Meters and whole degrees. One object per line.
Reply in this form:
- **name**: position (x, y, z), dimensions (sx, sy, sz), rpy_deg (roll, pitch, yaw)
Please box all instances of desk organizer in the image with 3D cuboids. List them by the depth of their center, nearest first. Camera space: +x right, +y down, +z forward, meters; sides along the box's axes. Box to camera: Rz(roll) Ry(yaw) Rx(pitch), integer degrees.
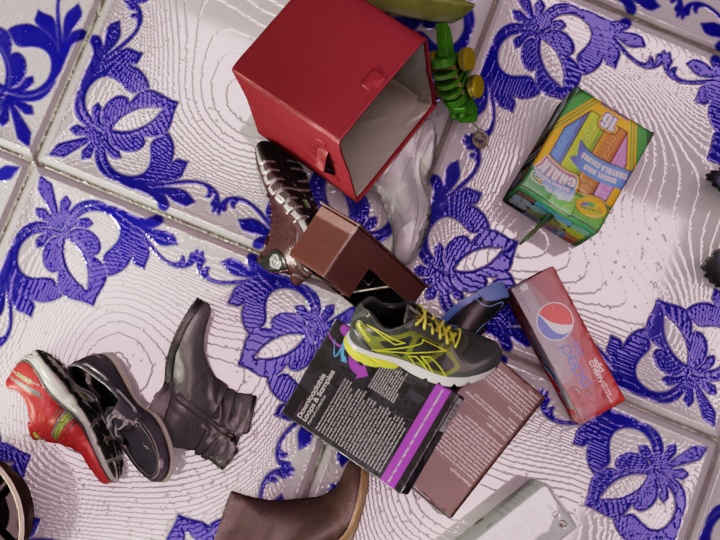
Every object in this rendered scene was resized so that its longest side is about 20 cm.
- **desk organizer**: position (0.000, 0.000, 1.543), dimensions (0.072, 0.200, 0.077), rpy_deg (31, 85, 37)

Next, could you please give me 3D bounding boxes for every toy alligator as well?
- **toy alligator**: position (0.127, -0.226, 1.595), dimensions (0.059, 0.201, 0.054), rpy_deg (2, 43, 31)

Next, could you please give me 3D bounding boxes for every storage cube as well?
- **storage cube**: position (-0.030, -0.230, 1.551), dimensions (0.179, 0.171, 0.200), rpy_deg (36, 77, 20)

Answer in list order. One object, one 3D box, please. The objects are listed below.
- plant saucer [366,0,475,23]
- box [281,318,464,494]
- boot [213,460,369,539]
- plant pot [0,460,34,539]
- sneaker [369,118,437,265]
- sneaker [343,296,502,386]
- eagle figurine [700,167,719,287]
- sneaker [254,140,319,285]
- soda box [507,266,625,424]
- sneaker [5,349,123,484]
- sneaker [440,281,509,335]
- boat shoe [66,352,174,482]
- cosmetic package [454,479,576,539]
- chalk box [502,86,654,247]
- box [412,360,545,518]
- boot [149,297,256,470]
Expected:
- **plant saucer**: position (0.050, -0.353, 1.598), dimensions (0.198, 0.200, 0.031), rpy_deg (12, 106, -3)
- **box**: position (0.013, 0.171, 1.562), dimensions (0.199, 0.036, 0.144), rpy_deg (31, 89, 24)
- **boot**: position (-0.089, 0.312, 1.564), dimensions (0.165, 0.072, 0.201), rpy_deg (22, 86, -3)
- **plant pot**: position (-0.484, 0.302, 1.475), dimensions (0.198, 0.198, 0.202), rpy_deg (0, 84, -3)
- **sneaker**: position (0.047, -0.106, 1.628), dimensions (0.098, 0.078, 0.202), rpy_deg (4, 74, 3)
- **sneaker**: position (0.079, 0.085, 1.516), dimensions (0.198, 0.085, 0.075), rpy_deg (7, 40, 1)
- **eagle figurine**: position (0.564, -0.061, 1.643), dimensions (0.198, 0.152, 0.152), rpy_deg (-1, 38, 25)
- **sneaker**: position (-0.112, -0.067, 1.609), dimensions (0.116, 0.075, 0.201), rpy_deg (-46, 58, 29)
- **soda box**: position (0.268, 0.099, 1.619), dimensions (0.070, 0.063, 0.201), rpy_deg (-27, 87, -6)
- **sneaker**: position (-0.378, 0.197, 1.566), dimensions (0.085, 0.077, 0.200), rpy_deg (-39, 81, 4)
- **sneaker**: position (0.123, 0.098, 1.603), dimensions (0.199, 0.070, 0.078), rpy_deg (-37, 77, 2)
- **boat shoe**: position (-0.304, 0.187, 1.534), dimensions (0.073, 0.062, 0.200), rpy_deg (-51, 62, 26)
- **cosmetic package**: position (0.170, 0.356, 1.565), dimensions (0.199, 0.102, 0.074), rpy_deg (-35, 87, -8)
- **chalk box**: position (0.274, -0.115, 1.614), dimensions (0.123, 0.125, 0.201), rpy_deg (30, 84, 0)
- **box**: position (0.138, 0.211, 1.593), dimensions (0.100, 0.075, 0.200), rpy_deg (41, 81, 1)
- **boot**: position (-0.192, 0.145, 1.584), dimensions (0.131, 0.070, 0.202), rpy_deg (18, 94, -3)
